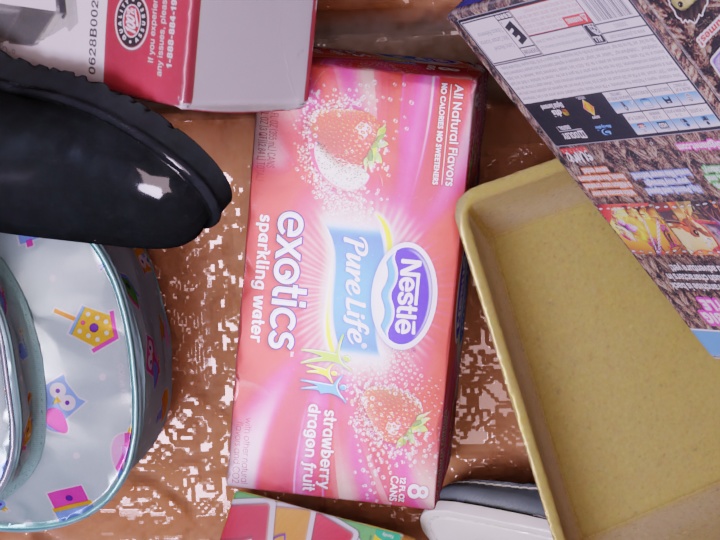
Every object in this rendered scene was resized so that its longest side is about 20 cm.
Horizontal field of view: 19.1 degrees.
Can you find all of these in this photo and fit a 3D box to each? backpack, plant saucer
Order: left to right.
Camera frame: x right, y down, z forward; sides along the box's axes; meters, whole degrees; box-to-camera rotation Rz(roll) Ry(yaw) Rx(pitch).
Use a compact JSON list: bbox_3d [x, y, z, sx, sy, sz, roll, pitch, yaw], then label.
[{"bbox_3d":[-0.191,0.044,0.990,0.200,0.153,0.176,-9,93,0],"label":"backpack"},{"bbox_3d":[0.147,0.031,0.974,0.200,0.048,0.200,-20,97,-20],"label":"plant saucer"}]

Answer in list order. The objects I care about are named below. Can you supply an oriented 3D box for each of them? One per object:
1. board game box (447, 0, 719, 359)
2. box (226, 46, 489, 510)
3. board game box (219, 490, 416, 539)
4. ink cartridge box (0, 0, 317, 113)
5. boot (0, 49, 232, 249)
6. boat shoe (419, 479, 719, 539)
[{"bbox_3d":[0.157,-0.065,0.865,0.097,0.159,0.200,-44,105,-15],"label":"board game box"},{"bbox_3d":[0.000,0.000,0.988,0.100,0.095,0.200,7,100,5],"label":"box"},{"bbox_3d":[-0.045,0.211,1.012,0.095,0.030,0.200,11,80,28],"label":"board game box"},{"bbox_3d":[-0.116,-0.154,0.932,0.200,0.083,0.147,13,102,37],"label":"ink cartridge box"},{"bbox_3d":[-0.173,-0.013,0.877,0.198,0.073,0.163,24,65,22],"label":"boot"},{"bbox_3d":[0.130,0.124,1.026,0.200,0.073,0.062,10,57,11],"label":"boat shoe"}]
